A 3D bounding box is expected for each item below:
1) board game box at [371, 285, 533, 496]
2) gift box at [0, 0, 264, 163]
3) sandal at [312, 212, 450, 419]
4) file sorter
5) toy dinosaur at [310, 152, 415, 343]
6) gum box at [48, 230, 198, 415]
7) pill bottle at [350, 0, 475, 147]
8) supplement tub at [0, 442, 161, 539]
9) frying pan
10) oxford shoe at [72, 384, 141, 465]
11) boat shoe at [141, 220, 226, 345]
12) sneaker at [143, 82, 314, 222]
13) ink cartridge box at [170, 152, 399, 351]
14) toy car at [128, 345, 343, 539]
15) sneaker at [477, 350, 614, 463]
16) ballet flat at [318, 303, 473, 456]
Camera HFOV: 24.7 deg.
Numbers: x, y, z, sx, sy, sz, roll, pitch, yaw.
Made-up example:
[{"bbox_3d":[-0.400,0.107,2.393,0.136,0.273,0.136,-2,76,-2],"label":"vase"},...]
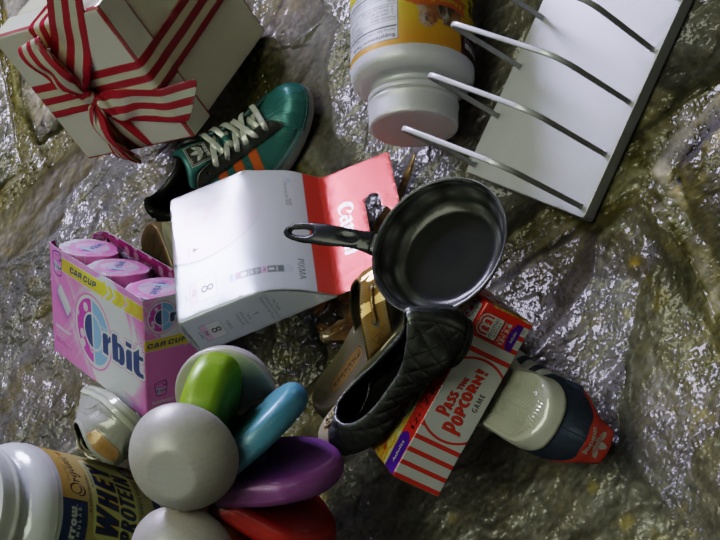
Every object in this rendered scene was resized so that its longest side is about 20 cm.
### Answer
[{"bbox_3d":[0.051,0.072,1.321,0.152,0.046,0.200,-62,20,6],"label":"board game box"},{"bbox_3d":[-0.223,-0.229,1.603,0.200,0.185,0.187,-11,38,45],"label":"gift box"},{"bbox_3d":[0.010,0.034,1.318,0.200,0.054,0.080,-55,22,17],"label":"sandal"},{"bbox_3d":[0.145,-0.167,1.325,0.139,0.124,0.200,26,92,44],"label":"file sorter"},{"bbox_3d":[0.000,0.000,1.446,0.106,0.060,0.200,-17,41,37],"label":"toy dinosaur"},{"bbox_3d":[-0.222,0.045,1.537,0.200,0.066,0.114,26,122,49],"label":"gum box"},{"bbox_3d":[0.045,-0.214,1.443,0.109,0.109,0.201,-16,64,37],"label":"pill bottle"},{"bbox_3d":[-0.288,0.239,1.513,0.144,0.200,0.145,-16,64,37],"label":"supplement tub"},{"bbox_3d":[0.029,-0.006,1.266,0.190,0.031,0.115,-18,58,24],"label":"frying pan"},{"bbox_3d":[-0.242,0.149,1.542,0.058,0.075,0.200,-50,9,-11],"label":"oxford shoe"},{"bbox_3d":[-0.146,0.045,1.546,0.072,0.065,0.200,-35,71,54],"label":"boat shoe"},{"bbox_3d":[-0.127,-0.107,1.579,0.200,0.080,0.071,-48,48,18],"label":"sneaker"},{"bbox_3d":[-0.066,-0.032,1.422,0.200,0.057,0.163,-25,41,13],"label":"ink cartridge box"},{"bbox_3d":[-0.088,0.161,1.263,0.150,0.175,0.201,6,109,11],"label":"toy car"},{"bbox_3d":[0.131,0.104,1.280,0.075,0.084,0.200,-62,21,7],"label":"sneaker"},{"bbox_3d":[0.016,0.080,1.245,0.200,0.057,0.067,-48,28,45],"label":"ballet flat"}]
